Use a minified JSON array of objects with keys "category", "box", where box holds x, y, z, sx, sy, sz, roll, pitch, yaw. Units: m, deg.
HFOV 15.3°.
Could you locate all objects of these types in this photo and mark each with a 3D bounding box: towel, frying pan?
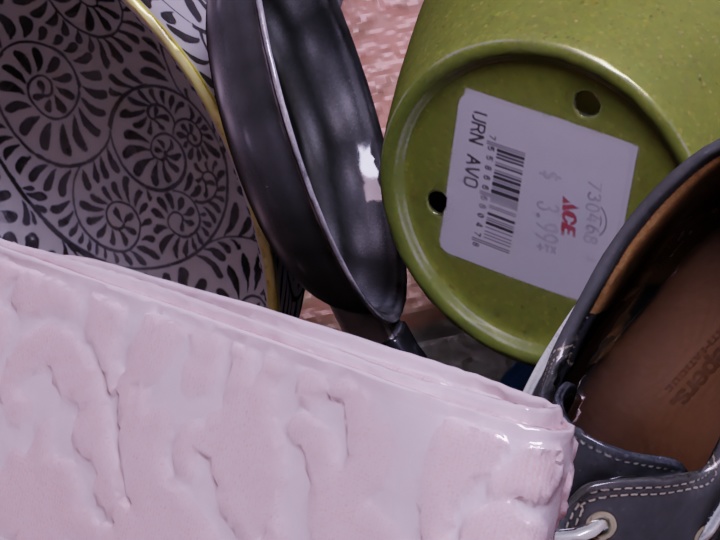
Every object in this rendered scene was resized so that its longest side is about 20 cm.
[{"category":"towel","box":[-0.046,0.104,0.603,0.190,0.201,0.032,18,11,40]},{"category":"frying pan","box":[-0.001,-0.012,0.724,0.031,0.191,0.115,-16,36,11]}]

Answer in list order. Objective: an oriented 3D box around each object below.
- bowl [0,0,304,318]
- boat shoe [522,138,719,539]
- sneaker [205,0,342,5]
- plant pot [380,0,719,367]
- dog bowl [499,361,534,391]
[{"category":"bowl","box":[-0.085,-0.024,0.792,0.200,0.202,0.094,27,33,20]},{"category":"boat shoe","box":[0.047,0.055,0.611,0.072,0.068,0.200,32,80,32]},{"category":"sneaker","box":[-0.046,-0.122,0.900,0.087,0.075,0.200,-4,20,15]},{"category":"plant pot","box":[0.089,-0.056,0.753,0.186,0.188,0.200,23,35,18]},{"category":"dog bowl","box":[0.088,0.105,0.754,0.111,0.050,0.201,-1,53,1]}]
